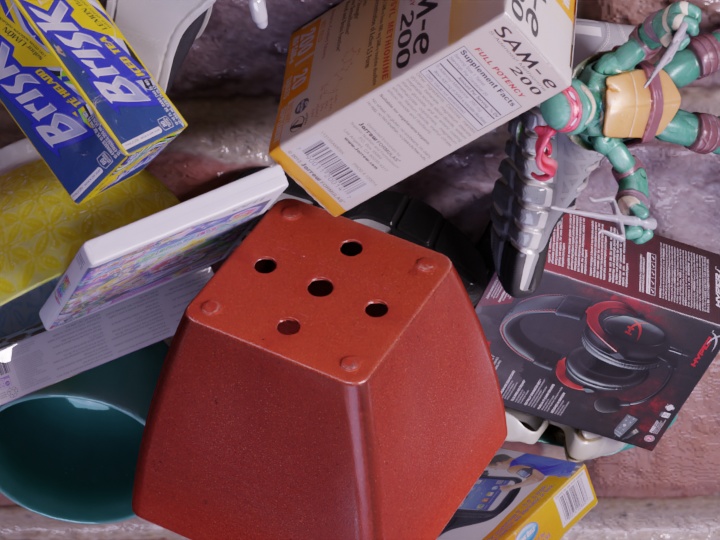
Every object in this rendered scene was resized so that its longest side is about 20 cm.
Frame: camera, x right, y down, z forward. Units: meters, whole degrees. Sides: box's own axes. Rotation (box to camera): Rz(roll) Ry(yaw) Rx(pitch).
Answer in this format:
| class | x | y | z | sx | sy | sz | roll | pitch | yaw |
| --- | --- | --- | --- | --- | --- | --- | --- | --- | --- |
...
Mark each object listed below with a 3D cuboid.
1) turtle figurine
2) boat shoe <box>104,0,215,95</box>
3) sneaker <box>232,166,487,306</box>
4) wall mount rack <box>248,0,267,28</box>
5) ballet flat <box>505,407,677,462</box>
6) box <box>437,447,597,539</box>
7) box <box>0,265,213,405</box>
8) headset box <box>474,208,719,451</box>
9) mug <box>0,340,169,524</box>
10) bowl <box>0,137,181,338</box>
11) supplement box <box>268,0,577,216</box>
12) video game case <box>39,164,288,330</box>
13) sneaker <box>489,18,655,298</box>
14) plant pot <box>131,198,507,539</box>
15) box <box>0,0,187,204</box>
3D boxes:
| class | x | y | z | sx | sy | sz | roll | pitch | yaw |
| --- | --- | --- | --- | --- | --- | --- | --- | --- | --- |
| turtle figurine | 0.183 | -0.105 | 1.533 | 0.199 | 0.100 | 0.151 | -12 | 121 | -38 |
| boat shoe | -0.129 | -0.177 | 1.588 | 0.073 | 0.060 | 0.201 | 19 | 121 | -5 |
| sneaker | 0.000 | 0.000 | 1.736 | 0.199 | 0.076 | 0.116 | 20 | 150 | 17 |
| wall mount rack | -0.026 | -0.247 | 1.480 | 0.198 | 0.075 | 0.175 | -13 | 116 | 3 |
| ballet flat | 0.144 | 0.113 | 1.840 | 0.198 | 0.071 | 0.068 | 13 | 130 | -7 |
| box | 0.067 | 0.179 | 1.840 | 0.199 | 0.119 | 0.042 | 9 | 127 | 44 |
| box | -0.196 | 0.047 | 1.755 | 0.199 | 0.039 | 0.042 | -23 | 104 | -22 |
| headset box | 0.150 | 0.035 | 1.757 | 0.198 | 0.075 | 0.149 | 18 | 134 | -10 |
| mug | -0.193 | 0.105 | 1.845 | 0.183 | 0.115 | 0.153 | 11 | 135 | -5 |
| bowl | -0.222 | -0.033 | 1.698 | 0.199 | 0.200 | 0.108 | -27 | 83 | 30 |
| supplement box | 0.041 | -0.137 | 1.561 | 0.199 | 0.127 | 0.073 | -29 | 124 | 30 |
| video game case | -0.135 | -0.013 | 1.620 | 0.142 | 0.018 | 0.200 | -23 | 173 | -19 |
| sneaker | 0.155 | -0.073 | 1.620 | 0.114 | 0.075 | 0.202 | 0 | 116 | -15 |
| plant pot | -0.025 | 0.073 | 1.618 | 0.199 | 0.200 | 0.177 | 21 | 136 | 20 |
| box | -0.203 | -0.146 | 1.553 | 0.064 | 0.070 | 0.201 | -40 | 85 | 39 |
